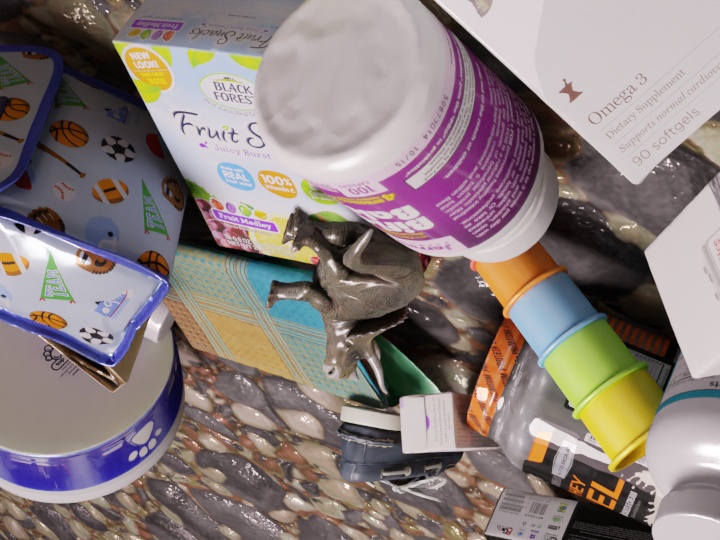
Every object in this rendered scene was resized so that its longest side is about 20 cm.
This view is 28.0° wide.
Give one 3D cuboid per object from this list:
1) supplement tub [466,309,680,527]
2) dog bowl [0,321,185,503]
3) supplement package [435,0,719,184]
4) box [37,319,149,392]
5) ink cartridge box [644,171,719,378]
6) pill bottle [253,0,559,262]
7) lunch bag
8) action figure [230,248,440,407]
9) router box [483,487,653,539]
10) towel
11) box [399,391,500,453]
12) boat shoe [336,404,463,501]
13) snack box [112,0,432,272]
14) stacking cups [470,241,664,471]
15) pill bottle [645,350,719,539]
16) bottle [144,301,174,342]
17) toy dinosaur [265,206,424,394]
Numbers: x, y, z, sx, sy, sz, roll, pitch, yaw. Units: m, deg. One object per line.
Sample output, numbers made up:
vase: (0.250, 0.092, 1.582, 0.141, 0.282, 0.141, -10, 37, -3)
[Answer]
supplement tub: (0.181, 0.101, 0.980, 0.199, 0.123, 0.123, 22, 148, 13)
dog bowl: (-0.255, 0.096, 1.259, 0.199, 0.200, 0.079, 21, 145, 14)
supplement package: (0.094, -0.160, 0.646, 0.200, 0.117, 0.117, 39, 118, -16)
box: (-0.226, -0.010, 1.107, 0.163, 0.200, 0.021, 41, 110, -15)
ink cartridge box: (0.254, -0.029, 0.707, 0.146, 0.083, 0.200, -7, 156, -21)
pill bottle: (0.036, -0.072, 0.816, 0.112, 0.113, 0.200, 6, 166, 34)
lunch bag: (-0.223, -0.058, 0.990, 0.199, 0.170, 0.124, 24, 130, -17)
action figure: (-0.029, 0.032, 1.120, 0.200, 0.055, 0.118, 45, 148, -25)
router box: (0.216, 0.250, 1.162, 0.199, 0.051, 0.149, 5, 141, 35)
towel: (-0.079, 0.034, 1.101, 0.199, 0.022, 0.147, 15, 147, 34)
box: (0.072, 0.113, 1.068, 0.039, 0.042, 0.200, -7, 173, 15)
boat shoe: (0.035, 0.148, 1.158, 0.075, 0.062, 0.200, 11, 174, 19)
snack box: (-0.046, -0.089, 0.948, 0.168, 0.068, 0.200, 10, 143, 29)
stacking cups: (0.125, 0.030, 0.919, 0.200, 0.060, 0.061, 56, 156, 22)
pill bottle: (0.231, 0.077, 0.827, 0.110, 0.200, 0.111, 21, 149, 14)
bottle: (-0.248, -0.005, 1.231, 0.199, 0.065, 0.084, 27, 125, 5)
toy dinosaur: (0.000, 0.000, 0.919, 0.102, 0.077, 0.200, 17, 151, -9)
